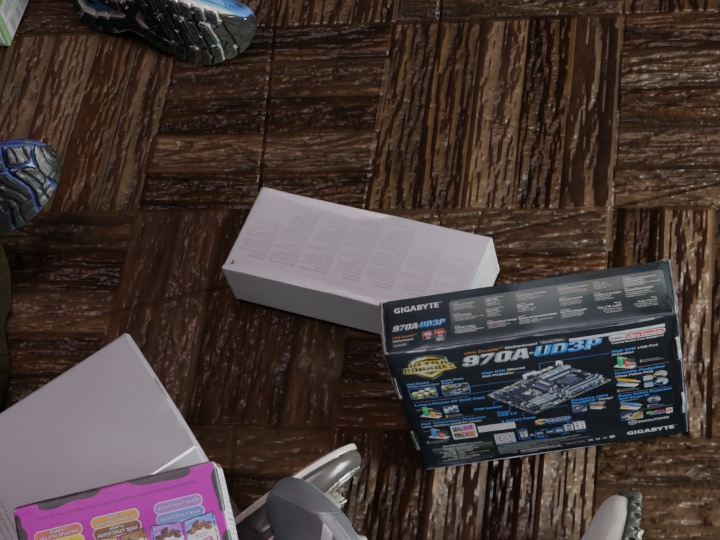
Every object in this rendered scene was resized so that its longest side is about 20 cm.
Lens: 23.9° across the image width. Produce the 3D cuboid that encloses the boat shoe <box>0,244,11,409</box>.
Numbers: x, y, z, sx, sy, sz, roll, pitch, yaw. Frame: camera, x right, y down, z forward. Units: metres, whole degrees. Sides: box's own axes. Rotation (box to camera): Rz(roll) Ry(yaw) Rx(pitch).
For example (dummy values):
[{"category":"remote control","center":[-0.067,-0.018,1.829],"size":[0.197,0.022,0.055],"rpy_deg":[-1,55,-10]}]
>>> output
[{"category":"boat shoe","center":[-0.322,0.055,1.351],"size":[0.067,0.072,0.201],"rpy_deg":[-15,48,9]}]

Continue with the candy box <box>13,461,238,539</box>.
[{"category":"candy box","center":[-0.134,0.236,1.089],"size":[0.135,0.061,0.202],"rpy_deg":[-13,80,-1]}]

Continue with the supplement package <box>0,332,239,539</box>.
[{"category":"supplement package","center":[-0.207,0.166,1.212],"size":[0.199,0.120,0.121],"rpy_deg":[-32,54,-8]}]

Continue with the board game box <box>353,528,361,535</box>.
[{"category":"board game box","center":[-0.035,0.281,1.146],"size":[0.135,0.035,0.200],"rpy_deg":[36,71,30]}]

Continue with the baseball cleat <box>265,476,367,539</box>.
[{"category":"baseball cleat","center":[-0.027,0.224,1.097],"size":[0.106,0.070,0.200],"rpy_deg":[-17,56,-33]}]

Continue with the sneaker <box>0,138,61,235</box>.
[{"category":"sneaker","center":[-0.335,-0.060,1.369],"size":[0.198,0.076,0.079],"rpy_deg":[-21,30,3]}]

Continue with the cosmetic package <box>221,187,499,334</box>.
[{"category":"cosmetic package","center":[0.000,0.000,1.317],"size":[0.198,0.051,0.083],"rpy_deg":[14,59,22]}]

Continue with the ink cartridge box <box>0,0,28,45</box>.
[{"category":"ink cartridge box","center":[-0.404,-0.285,1.612],"size":[0.198,0.048,0.147],"rpy_deg":[6,59,14]}]

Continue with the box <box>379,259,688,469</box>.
[{"category":"box","center":[0.124,0.069,1.174],"size":[0.198,0.159,0.046],"rpy_deg":[-9,53,8]}]

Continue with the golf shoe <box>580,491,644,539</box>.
[{"category":"golf shoe","center":[0.127,0.224,1.114],"size":[0.087,0.077,0.201],"rpy_deg":[20,64,18]}]

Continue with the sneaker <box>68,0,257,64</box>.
[{"category":"sneaker","center":[-0.172,-0.253,1.515],"size":[0.199,0.079,0.090],"rpy_deg":[23,61,26]}]

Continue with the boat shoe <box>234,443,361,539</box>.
[{"category":"boat shoe","center":[-0.074,0.198,1.200],"size":[0.199,0.067,0.057],"rpy_deg":[-34,81,-5]}]
